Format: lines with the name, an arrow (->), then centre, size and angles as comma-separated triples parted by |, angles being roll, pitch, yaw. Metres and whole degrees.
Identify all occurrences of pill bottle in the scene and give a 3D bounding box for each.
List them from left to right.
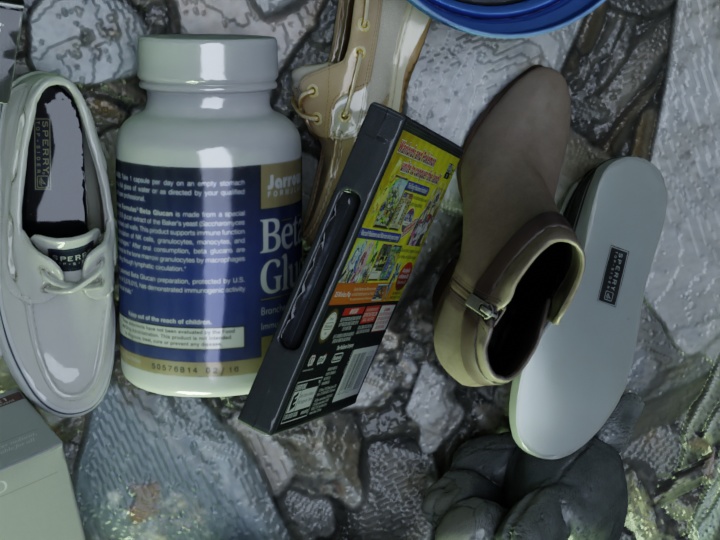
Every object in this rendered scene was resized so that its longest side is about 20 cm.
pill bottle -> -0.089, -0.036, 0.859 | 0.110, 0.111, 0.203 | -3, 102, -13

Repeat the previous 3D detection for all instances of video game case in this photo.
video game case -> 0.000, 0.000, 0.851 | 0.025, 0.200, 0.182 | 24, 95, 12

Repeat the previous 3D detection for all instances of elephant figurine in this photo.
elephant figurine -> 0.130, 0.208, 0.968 | 0.154, 0.142, 0.201 | -10, 118, 31

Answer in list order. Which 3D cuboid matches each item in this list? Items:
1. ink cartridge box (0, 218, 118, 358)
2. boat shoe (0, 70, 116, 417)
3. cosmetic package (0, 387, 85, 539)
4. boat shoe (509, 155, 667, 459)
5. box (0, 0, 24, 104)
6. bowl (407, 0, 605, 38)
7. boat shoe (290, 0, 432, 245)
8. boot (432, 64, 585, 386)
ink cartridge box -> -0.256, -0.008, 0.858 | 0.200, 0.048, 0.146 | -42, 109, -19
boat shoe -> -0.171, -0.013, 0.836 | 0.071, 0.066, 0.203 | -2, 95, -25
cosmetic package -> -0.215, 0.184, 0.855 | 0.106, 0.090, 0.202 | -23, 123, -25
boat shoe -> 0.140, 0.024, 0.936 | 0.070, 0.064, 0.202 | 25, 79, -16
box -> -0.255, -0.137, 0.751 | 0.156, 0.200, 0.050 | 9, 103, -15
bowl -> 0.082, -0.236, 0.830 | 0.198, 0.039, 0.203 | -4, 104, -16
boat shoe -> -0.010, -0.111, 0.889 | 0.068, 0.074, 0.202 | 18, 87, -14
boot -> 0.101, -0.025, 0.891 | 0.070, 0.146, 0.202 | 18, 96, -15
